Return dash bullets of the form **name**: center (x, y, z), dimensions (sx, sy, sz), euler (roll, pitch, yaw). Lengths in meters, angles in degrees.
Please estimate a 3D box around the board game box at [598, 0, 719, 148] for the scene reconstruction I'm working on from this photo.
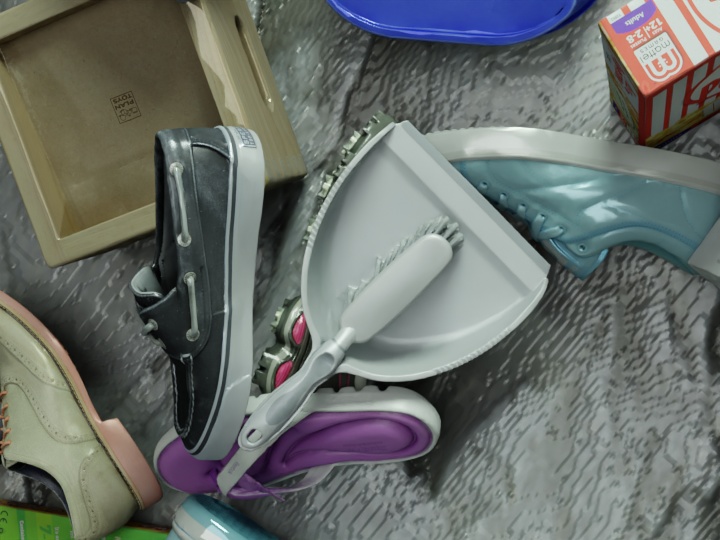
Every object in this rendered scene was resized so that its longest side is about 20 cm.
- **board game box**: center (0.207, -0.133, 0.623), dimensions (0.151, 0.200, 0.047), euler (-32, 80, 11)

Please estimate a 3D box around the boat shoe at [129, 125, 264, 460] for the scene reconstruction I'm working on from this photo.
- **boat shoe**: center (-0.100, 0.017, 0.663), dimensions (0.067, 0.072, 0.201), euler (-2, 112, -26)

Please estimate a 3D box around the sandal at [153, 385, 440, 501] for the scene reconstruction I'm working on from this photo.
- **sandal**: center (-0.048, 0.116, 0.723), dimensions (0.201, 0.083, 0.050), euler (-17, 41, 23)

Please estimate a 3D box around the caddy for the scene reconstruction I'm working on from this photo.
- **caddy**: center (0.064, -0.214, 0.715), dimensions (0.198, 0.105, 0.142), euler (8, 113, 14)

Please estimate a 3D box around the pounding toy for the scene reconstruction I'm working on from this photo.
- **pounding toy**: center (-0.131, -0.133, 0.757), dimensions (0.183, 0.142, 0.201), euler (-19, 93, 13)

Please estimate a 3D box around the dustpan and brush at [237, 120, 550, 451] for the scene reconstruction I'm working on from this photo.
- **dustpan and brush**: center (0.001, 0.030, 0.680), dimensions (0.140, 0.057, 0.200), euler (44, 101, -7)

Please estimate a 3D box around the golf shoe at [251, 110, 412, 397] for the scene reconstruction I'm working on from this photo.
- **golf shoe**: center (0.000, 0.000, 0.743), dimensions (0.088, 0.077, 0.201), euler (19, 99, 1)

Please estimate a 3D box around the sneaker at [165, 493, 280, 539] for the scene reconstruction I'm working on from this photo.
- **sneaker**: center (-0.062, 0.248, 0.724), dimensions (0.199, 0.080, 0.131), euler (36, 87, 11)

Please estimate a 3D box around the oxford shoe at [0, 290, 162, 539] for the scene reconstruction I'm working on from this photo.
- **oxford shoe**: center (-0.219, 0.093, 0.774), dimensions (0.074, 0.071, 0.200), euler (-36, 77, -22)

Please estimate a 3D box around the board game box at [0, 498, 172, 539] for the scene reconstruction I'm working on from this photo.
- **board game box**: center (-0.190, 0.218, 0.796), dimensions (0.198, 0.030, 0.096), euler (6, 89, 17)

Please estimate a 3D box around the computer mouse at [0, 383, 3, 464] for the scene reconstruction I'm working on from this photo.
- **computer mouse**: center (-0.318, 0.145, 0.828), dimensions (0.199, 0.034, 0.059), euler (-36, 80, 10)

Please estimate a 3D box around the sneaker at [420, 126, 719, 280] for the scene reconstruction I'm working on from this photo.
- **sneaker**: center (0.121, -0.038, 0.700), dimensions (0.198, 0.074, 0.083), euler (8, 86, 10)

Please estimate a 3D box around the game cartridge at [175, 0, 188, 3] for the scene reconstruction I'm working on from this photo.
- **game cartridge**: center (-0.156, -0.255, 0.663), dimensions (0.199, 0.042, 0.134), euler (29, 96, 13)

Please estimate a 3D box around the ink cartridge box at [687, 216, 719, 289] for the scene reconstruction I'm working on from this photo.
- **ink cartridge box**: center (0.301, -0.041, 0.618), dimensions (0.128, 0.125, 0.201), euler (35, 95, -8)
